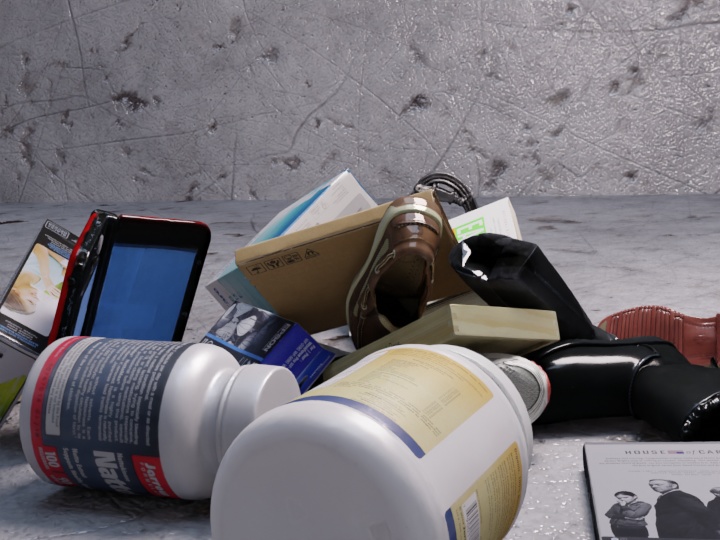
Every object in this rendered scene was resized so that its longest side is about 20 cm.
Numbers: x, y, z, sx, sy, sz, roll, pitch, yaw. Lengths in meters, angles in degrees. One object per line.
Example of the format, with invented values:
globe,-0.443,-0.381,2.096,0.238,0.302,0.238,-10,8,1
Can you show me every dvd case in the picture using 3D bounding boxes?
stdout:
dvd case,0.235,0.162,0.734,0.147,0.025,0.200,-1,9,9

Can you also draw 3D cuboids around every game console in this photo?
game console,-0.221,0.059,0.979,0.117,0.203,0.173,15,19,-10

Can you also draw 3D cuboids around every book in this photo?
book,0.082,0.005,1.140,0.197,0.048,0.135,-22,37,14

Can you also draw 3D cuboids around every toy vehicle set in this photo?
toy vehicle set,0.069,0.077,0.960,0.122,0.027,0.199,5,-23,-35

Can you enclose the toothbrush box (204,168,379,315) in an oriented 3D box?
toothbrush box,-0.075,-0.016,1.206,0.147,0.086,0.199,-47,12,-29

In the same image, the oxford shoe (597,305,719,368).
oxford shoe,0.349,0.082,1.123,0.197,0.072,0.074,2,-16,35

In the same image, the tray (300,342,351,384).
tray,-0.092,0.100,1.198,0.106,0.023,0.199,-8,11,-32

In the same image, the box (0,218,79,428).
box,-0.335,0.052,1.038,0.060,0.117,0.201,30,27,-16

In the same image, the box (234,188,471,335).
box,0.000,0.000,1.020,0.196,0.022,0.164,-16,-33,12

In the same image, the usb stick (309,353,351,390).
usb stick,0.034,0.099,1.084,0.197,0.056,0.033,-10,49,-35

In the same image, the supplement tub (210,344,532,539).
supplement tub,0.018,0.127,0.629,0.142,0.148,0.199,2,10,26

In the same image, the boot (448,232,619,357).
boot,0.143,0.040,1.014,0.163,0.067,0.199,-6,-31,41

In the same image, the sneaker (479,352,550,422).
sneaker,0.062,0.115,0.880,0.196,0.080,0.082,-10,-6,6

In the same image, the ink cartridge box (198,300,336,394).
ink cartridge box,-0.108,0.090,1.055,0.100,0.039,0.199,-49,27,-16

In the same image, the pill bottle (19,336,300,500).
pill bottle,-0.152,0.115,0.820,0.196,0.122,0.119,1,10,21

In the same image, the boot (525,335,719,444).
boot,0.246,0.113,0.908,0.195,0.075,0.162,-8,17,-20

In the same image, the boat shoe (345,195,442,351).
boat shoe,0.027,0.029,0.958,0.073,0.204,0.076,5,47,-5

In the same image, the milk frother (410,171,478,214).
milk frother,0.080,-0.016,1.310,0.177,0.204,0.188,0,9,-12
